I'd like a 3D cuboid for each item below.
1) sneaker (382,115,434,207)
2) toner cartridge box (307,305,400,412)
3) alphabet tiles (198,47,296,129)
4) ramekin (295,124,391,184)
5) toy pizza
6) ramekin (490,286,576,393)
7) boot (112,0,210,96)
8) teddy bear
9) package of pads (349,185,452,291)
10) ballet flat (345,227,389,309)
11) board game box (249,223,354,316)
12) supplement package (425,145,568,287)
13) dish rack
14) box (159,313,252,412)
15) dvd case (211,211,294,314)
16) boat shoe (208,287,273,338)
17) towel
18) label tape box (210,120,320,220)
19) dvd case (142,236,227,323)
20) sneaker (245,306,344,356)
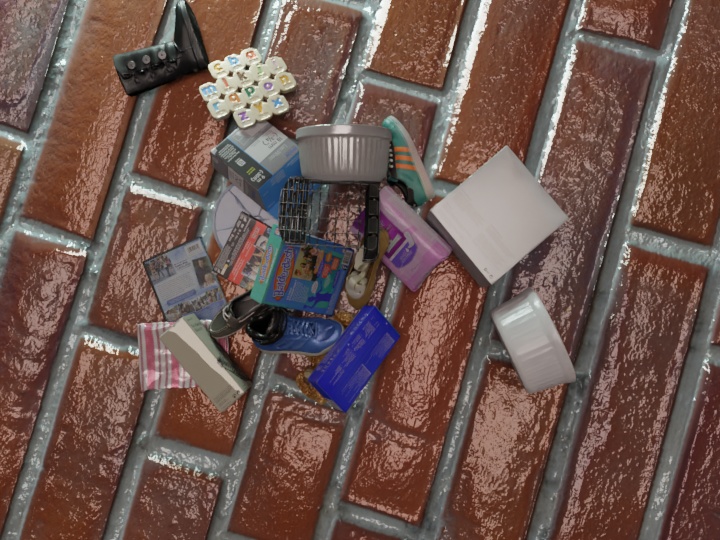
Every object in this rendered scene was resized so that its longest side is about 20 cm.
[{"bbox_3d":[0.084,-0.230,1.238,0.079,0.071,0.202,-25,87,-3],"label":"sneaker"},{"bbox_3d":[-0.010,0.176,1.167,0.095,0.043,0.200,50,64,-23],"label":"toner cartridge box"},{"bbox_3d":[-0.244,-0.397,1.257,0.198,0.015,0.197,-26,69,-12],"label":"alphabet tiles"},{"bbox_3d":[-0.034,-0.233,1.186,0.197,0.200,0.107,1,96,3],"label":"ramekin"},{"bbox_3d":[-0.224,-0.105,1.265,0.197,0.032,0.203,0,88,0],"label":"toy pizza"},{"bbox_3d":[0.336,0.144,1.147,0.097,0.200,0.203,-24,86,8],"label":"ramekin"},{"bbox_3d":[-0.454,-0.495,1.287,0.198,0.066,0.167,-18,84,6],"label":"boot"},{"bbox_3d":[-0.062,0.183,1.225,0.199,0.067,0.146,-36,83,0],"label":"teddy bear"},{"bbox_3d":[0.085,-0.067,1.206,0.200,0.076,0.121,45,125,5],"label":"package of pads"},{"bbox_3d":[0.000,0.000,1.193,0.068,0.063,0.202,33,122,26],"label":"ballet flat"},{"bbox_3d":[-0.114,0.004,1.174,0.045,0.199,0.154,22,94,42],"label":"board game box"},{"bbox_3d":[0.271,-0.104,1.184,0.199,0.147,0.192,-39,86,0],"label":"supplement package"},{"bbox_3d":[-0.057,-0.102,1.101,0.197,0.055,0.155,4,70,-6],"label":"dish rack"},{"bbox_3d":[-0.317,0.189,1.194,0.068,0.082,0.201,-39,92,2],"label":"box"},{"bbox_3d":[-0.198,-0.015,1.235,0.198,0.022,0.147,28,98,-6],"label":"dvd case"},{"bbox_3d":[-0.239,0.071,1.200,0.198,0.057,0.067,-29,56,3],"label":"boat shoe"},{"bbox_3d":[-0.383,0.183,1.246,0.197,0.030,0.149,-2,94,0],"label":"towel"},{"bbox_3d":[-0.195,-0.220,1.225,0.199,0.063,0.144,38,65,7],"label":"label tape box"},{"bbox_3d":[-0.380,0.044,1.271,0.141,0.018,0.202,-23,87,2],"label":"dvd case"},{"bbox_3d":[-0.138,0.122,1.177,0.197,0.111,0.078,-4,61,16],"label":"sneaker"}]
